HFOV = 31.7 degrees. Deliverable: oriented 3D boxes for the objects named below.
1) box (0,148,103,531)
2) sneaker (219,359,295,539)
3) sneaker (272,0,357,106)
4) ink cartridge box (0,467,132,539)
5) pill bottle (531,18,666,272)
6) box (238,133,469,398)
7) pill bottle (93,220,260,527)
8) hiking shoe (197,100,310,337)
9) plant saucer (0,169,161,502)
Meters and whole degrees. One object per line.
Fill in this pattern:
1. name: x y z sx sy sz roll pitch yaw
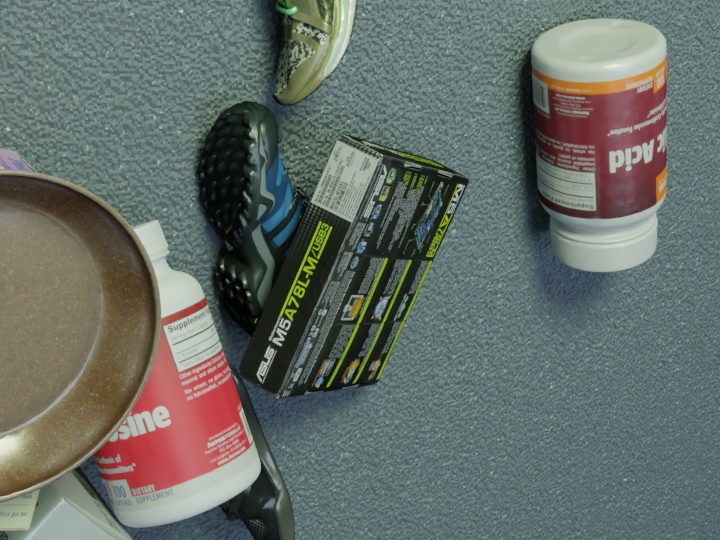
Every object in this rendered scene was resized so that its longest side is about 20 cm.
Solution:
1. box: -0.259 0.035 0.807 0.096 0.176 0.201 9 107 -37
2. sneaker: -0.126 0.169 1.036 0.114 0.076 0.200 -31 123 -17
3. sneaker: -0.047 -0.221 0.914 0.088 0.077 0.201 10 101 -24
4. ink cartridge box: -0.280 0.215 0.900 0.200 0.146 0.083 -47 130 -8
5. pill bottle: 0.211 -0.107 1.109 0.114 0.114 0.201 -23 123 -24
6. box: 0.000 0.000 1.008 0.201 0.047 0.193 -67 160 10
7. pill bottle: -0.153 0.072 0.909 0.112 0.112 0.201 -21 97 -25
8. hiking shoe: -0.070 -0.047 0.979 0.086 0.074 0.201 -26 135 -31
9. plant saucer: -0.210 0.036 0.704 0.200 0.037 0.201 -15 118 -29
